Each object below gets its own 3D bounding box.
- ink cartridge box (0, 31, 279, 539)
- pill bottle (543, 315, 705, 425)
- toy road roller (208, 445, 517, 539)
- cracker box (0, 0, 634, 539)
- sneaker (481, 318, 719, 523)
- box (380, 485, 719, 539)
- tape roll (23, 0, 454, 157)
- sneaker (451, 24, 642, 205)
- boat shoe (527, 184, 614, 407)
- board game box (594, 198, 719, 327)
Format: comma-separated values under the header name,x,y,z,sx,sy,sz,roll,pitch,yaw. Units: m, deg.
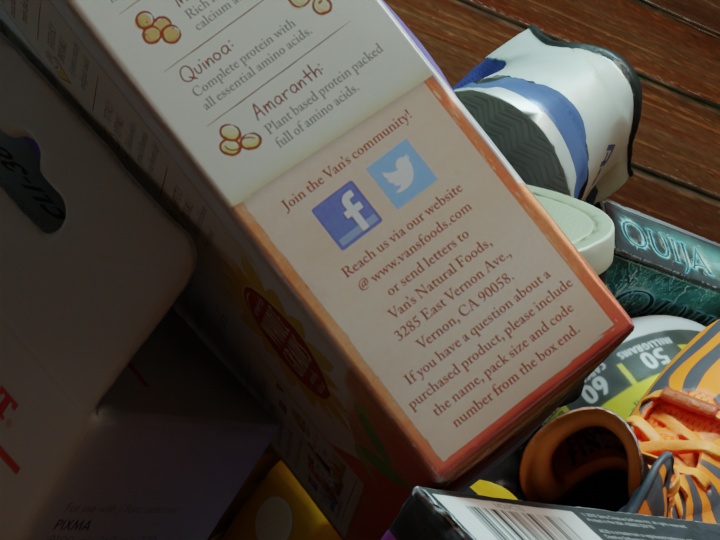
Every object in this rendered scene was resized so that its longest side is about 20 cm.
name,x,y,z,sx,sy,sz,roll,pitch,yaw
ink cartridge box,-0.099,0.045,0.686,0.067,0.200,0.116,7,32,-53
pill bottle,0.137,0.116,1.054,0.111,0.112,0.200,17,25,-42
toy road roller,-0.023,0.094,0.816,0.199,0.123,0.146,14,27,-47
cracker box,-0.032,-0.037,0.657,0.200,0.058,0.134,52,-13,6
sneaker,0.098,0.067,0.954,0.077,0.112,0.200,11,51,26
box,0.012,0.139,0.646,0.143,0.201,0.036,12,25,-50
tape roll,-0.067,-0.071,0.833,0.200,0.066,0.200,34,19,-13
sneaker,0.038,-0.023,1.062,0.115,0.199,0.081,-35,90,-44
boat shoe,0.002,-0.001,0.963,0.199,0.066,0.074,13,27,39
board game box,0.120,0.044,1.168,0.199,0.135,0.028,20,43,-38
